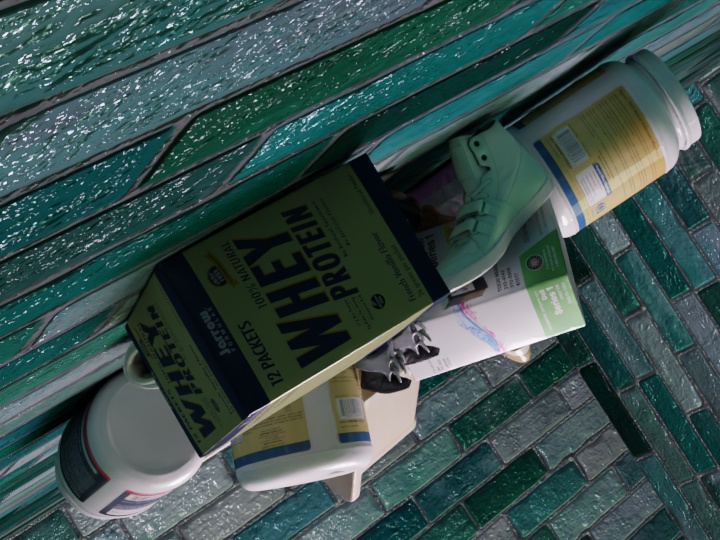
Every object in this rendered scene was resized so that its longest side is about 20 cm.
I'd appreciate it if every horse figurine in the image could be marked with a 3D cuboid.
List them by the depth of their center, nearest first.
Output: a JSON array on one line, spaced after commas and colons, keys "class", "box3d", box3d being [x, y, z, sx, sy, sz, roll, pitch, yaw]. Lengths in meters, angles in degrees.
[{"class": "horse figurine", "box3d": [0.040, -0.032, 1.566, 0.131, 0.050, 0.200, 10, 144, -39]}]

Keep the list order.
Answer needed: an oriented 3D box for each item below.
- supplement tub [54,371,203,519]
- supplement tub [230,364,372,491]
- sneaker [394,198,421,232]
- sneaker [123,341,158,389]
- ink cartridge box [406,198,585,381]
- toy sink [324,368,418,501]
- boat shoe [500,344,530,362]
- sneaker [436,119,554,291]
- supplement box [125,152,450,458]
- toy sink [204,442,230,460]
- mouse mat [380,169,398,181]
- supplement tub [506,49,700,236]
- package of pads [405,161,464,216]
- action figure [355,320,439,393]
[{"class": "supplement tub", "box3d": [-0.266, 0.203, 1.559, 0.140, 0.141, 0.200, -31, 176, -34]}, {"class": "supplement tub", "box3d": [-0.072, 0.114, 1.403, 0.143, 0.203, 0.145, -11, 168, -2]}, {"class": "sneaker", "box3d": [0.000, 0.000, 1.471, 0.075, 0.089, 0.200, 19, 143, -30]}, {"class": "sneaker", "box3d": [-0.131, 0.055, 1.285, 0.199, 0.074, 0.116, -30, -179, 18]}, {"class": "ink cartridge box", "box3d": [0.128, 0.016, 1.475, 0.198, 0.084, 0.146, -19, -140, 12]}, {"class": "toy sink", "box3d": [-0.012, 0.148, 1.595, 0.112, 0.130, 0.201, -36, 148, -30]}, {"class": "boat shoe", "box3d": [0.133, 0.043, 1.574, 0.071, 0.077, 0.200, -30, -142, -5]}, {"class": "sneaker", "box3d": [0.107, -0.069, 1.407, 0.201, 0.118, 0.074, -49, -166, -32]}, {"class": "supplement box", "box3d": [-0.067, 0.034, 1.132, 0.199, 0.135, 0.200, -30, 174, -23]}, {"class": "toy sink", "box3d": [-0.240, 0.196, 1.786, 0.199, 0.131, 0.112, -34, 177, -12]}, {"class": "mouse mat", "box3d": [-0.060, -0.037, 1.314, 0.160, 0.008, 0.200, -36, 176, 34]}, {"class": "supplement tub", "box3d": [0.275, -0.148, 1.576, 0.199, 0.146, 0.145, -33, 176, 0]}, {"class": "package of pads", "box3d": [0.123, -0.089, 1.686, 0.120, 0.076, 0.200, -31, 177, 19]}, {"class": "action figure", "box3d": [0.014, 0.020, 1.348, 0.069, 0.202, 0.131, -2, -145, 28]}]
